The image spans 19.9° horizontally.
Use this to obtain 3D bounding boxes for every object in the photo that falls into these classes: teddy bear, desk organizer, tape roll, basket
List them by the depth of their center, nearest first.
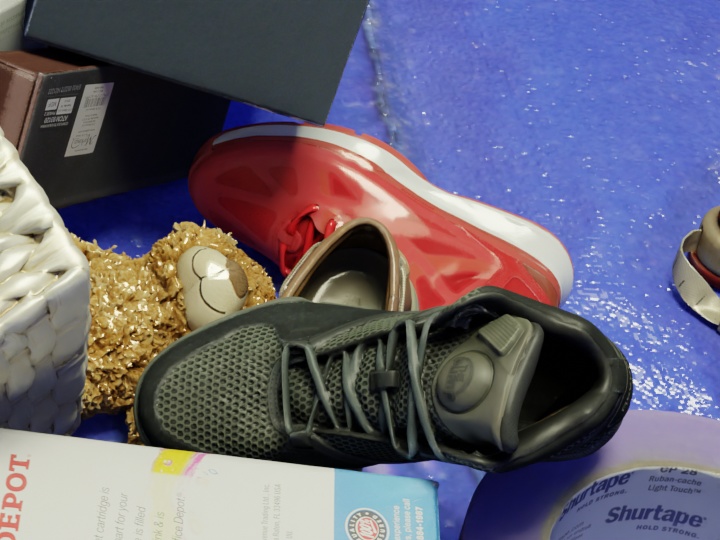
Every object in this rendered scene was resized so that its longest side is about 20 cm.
[{"bbox_3d":[-0.183,0.019,0.779,0.135,0.200,0.123,-35,78,-20],"label":"basket"},{"bbox_3d":[0.129,0.155,0.831,0.199,0.085,0.200,8,38,-6],"label":"tape roll"},{"bbox_3d":[-0.124,0.030,0.924,0.199,0.067,0.145,-1,43,-15],"label":"teddy bear"},{"bbox_3d":[-0.141,-0.083,0.999,0.077,0.072,0.200,24,18,18],"label":"desk organizer"}]

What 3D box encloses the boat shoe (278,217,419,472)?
[{"bbox_3d":[-0.027,0.062,0.880,0.075,0.072,0.200,12,58,7],"label":"boat shoe"}]

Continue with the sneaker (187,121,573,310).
[{"bbox_3d":[0.000,0.000,0.988,0.199,0.079,0.116,16,38,6],"label":"sneaker"}]

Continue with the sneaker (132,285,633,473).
[{"bbox_3d":[0.007,0.042,0.792,0.199,0.114,0.076,1,80,3],"label":"sneaker"}]

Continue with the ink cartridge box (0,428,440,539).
[{"bbox_3d":[-0.078,0.151,0.744,0.199,0.125,0.129,7,39,-5],"label":"ink cartridge box"}]

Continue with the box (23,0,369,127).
[{"bbox_3d":[-0.079,-0.165,1.009,0.148,0.107,0.200,16,17,-13],"label":"box"}]

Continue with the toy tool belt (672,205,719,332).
[{"bbox_3d":[0.264,-0.007,1.033,0.200,0.123,0.125,37,44,27],"label":"toy tool belt"}]

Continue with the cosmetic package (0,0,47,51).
[{"bbox_3d":[-0.271,-0.138,1.071,0.200,0.085,0.108,25,36,16],"label":"cosmetic package"}]
